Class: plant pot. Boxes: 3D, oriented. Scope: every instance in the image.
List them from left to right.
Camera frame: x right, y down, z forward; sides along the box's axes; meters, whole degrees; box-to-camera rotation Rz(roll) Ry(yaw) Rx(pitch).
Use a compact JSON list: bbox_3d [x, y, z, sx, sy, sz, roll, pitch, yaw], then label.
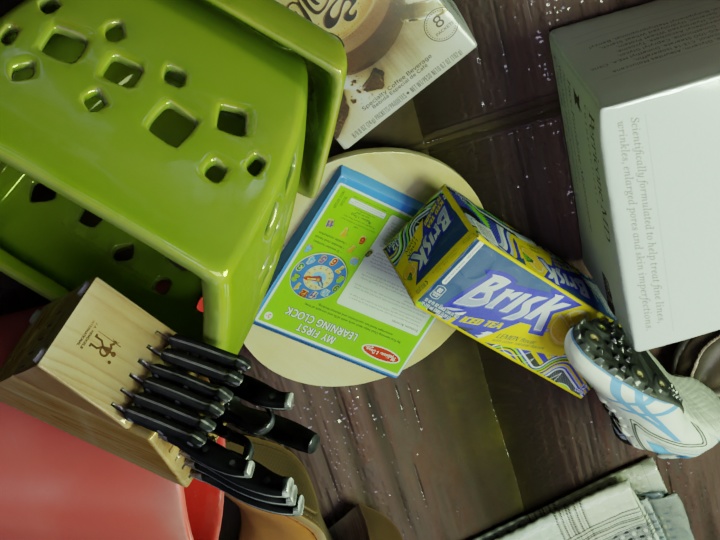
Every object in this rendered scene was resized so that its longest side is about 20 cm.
[{"bbox_3d":[-0.194,0.106,1.056,0.176,0.201,0.201,-4,122,4],"label":"plant pot"},{"bbox_3d":[-0.120,-0.074,0.910,0.199,0.182,0.199,30,157,5],"label":"plant pot"}]

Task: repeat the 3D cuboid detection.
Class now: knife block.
[{"bbox_3d":[-0.118,0.085,0.916,0.175,0.200,0.064,38,67,-15],"label":"knife block"}]

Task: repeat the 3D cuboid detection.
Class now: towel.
[{"bbox_3d":[0.196,0.267,1.311,0.199,0.035,0.193,-26,121,4],"label":"towel"}]

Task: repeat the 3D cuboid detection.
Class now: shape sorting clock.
[{"bbox_3d":[0.000,0.000,1.110,0.199,0.039,0.201,-11,122,-18],"label":"shape sorting clock"}]

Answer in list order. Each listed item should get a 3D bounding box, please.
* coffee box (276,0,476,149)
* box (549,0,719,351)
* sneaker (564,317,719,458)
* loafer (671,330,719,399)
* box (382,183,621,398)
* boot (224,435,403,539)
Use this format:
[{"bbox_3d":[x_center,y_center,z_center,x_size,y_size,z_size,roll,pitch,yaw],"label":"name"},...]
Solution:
[{"bbox_3d":[-0.033,-0.191,0.966,0.113,0.080,0.200,-37,120,12],"label":"coffee box"},{"bbox_3d":[0.251,-0.080,1.061,0.199,0.131,0.200,-16,122,-2],"label":"box"},{"bbox_3d":[0.202,0.095,1.125,0.072,0.072,0.200,-38,138,19],"label":"sneaker"},{"bbox_3d":[0.333,0.046,1.187,0.199,0.071,0.073,-33,121,9],"label":"loafer"},{"bbox_3d":[0.112,0.018,1.104,0.200,0.064,0.070,29,111,-40],"label":"box"},{"bbox_3d":[-0.082,0.223,1.215,0.200,0.077,0.155,32,114,-34],"label":"boot"}]
